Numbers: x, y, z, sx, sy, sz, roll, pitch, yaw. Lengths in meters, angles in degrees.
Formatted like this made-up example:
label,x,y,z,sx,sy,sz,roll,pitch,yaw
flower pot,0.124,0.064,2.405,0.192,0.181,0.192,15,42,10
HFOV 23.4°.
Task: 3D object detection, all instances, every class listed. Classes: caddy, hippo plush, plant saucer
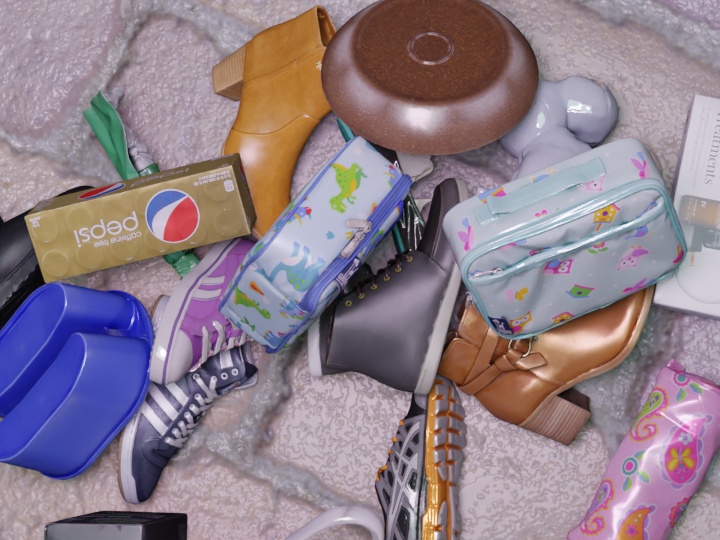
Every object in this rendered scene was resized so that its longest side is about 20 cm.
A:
label,x,y,z,sx,sy,sz,roll,pitch,yaw
caddy,-0.272,0.103,1.626,0.200,0.105,0.142,-47,49,23
hippo plush,0.178,-0.094,1.615,0.199,0.160,0.161,-9,53,-9
plant saucer,0.063,-0.190,1.564,0.199,0.037,0.201,0,53,0

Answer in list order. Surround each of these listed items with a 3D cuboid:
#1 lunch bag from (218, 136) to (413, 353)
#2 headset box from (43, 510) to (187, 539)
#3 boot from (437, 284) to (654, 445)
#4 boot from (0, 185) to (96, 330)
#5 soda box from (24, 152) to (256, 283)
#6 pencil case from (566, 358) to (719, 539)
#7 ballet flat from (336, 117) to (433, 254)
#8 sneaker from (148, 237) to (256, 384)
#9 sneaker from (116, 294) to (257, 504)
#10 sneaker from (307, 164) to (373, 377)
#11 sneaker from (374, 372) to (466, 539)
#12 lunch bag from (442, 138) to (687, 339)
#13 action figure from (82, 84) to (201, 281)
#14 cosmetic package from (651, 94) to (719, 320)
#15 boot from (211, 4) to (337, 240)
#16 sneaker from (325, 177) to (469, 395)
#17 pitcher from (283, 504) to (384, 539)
label,x,y,z,sx,sy,sz,roll,pitch,yaw
lunch bag,-0.037,-0.021,1.504,0.082,0.200,0.161,39,64,-1
headset box,-0.222,0.311,1.576,0.092,0.200,0.175,0,86,6
boot,0.170,0.048,1.606,0.155,0.077,0.201,29,105,-5
boot,-0.360,-0.051,1.688,0.198,0.073,0.162,-45,79,2
soda box,-0.200,-0.048,1.594,0.199,0.064,0.068,-13,105,6
pencil case,0.269,0.184,1.593,0.087,0.087,0.201,29,88,8
ballet flat,0.045,-0.068,1.649,0.068,0.068,0.201,-24,94,-6
sneaker,-0.112,0.043,1.594,0.114,0.073,0.201,21,43,11
sneaker,-0.162,0.130,1.649,0.108,0.070,0.201,11,84,9
sneaker,0.000,0.000,1.645,0.098,0.071,0.201,0,90,3
sneaker,0.051,0.186,1.622,0.077,0.078,0.201,-1,77,27
lunch bag,0.174,-0.025,1.494,0.199,0.161,0.077,-23,57,7
action figure,-0.200,-0.077,1.664,0.054,0.118,0.201,-26,92,-8
cosmetic package,0.363,-0.050,1.616,0.150,0.052,0.201,11,87,4
boot,-0.063,-0.138,1.636,0.143,0.071,0.202,-22,75,31
sneaker,0.034,0.005,1.576,0.106,0.075,0.201,13,85,-5
pitcher,-0.069,0.289,1.587,0.199,0.121,0.172,-6,120,3
